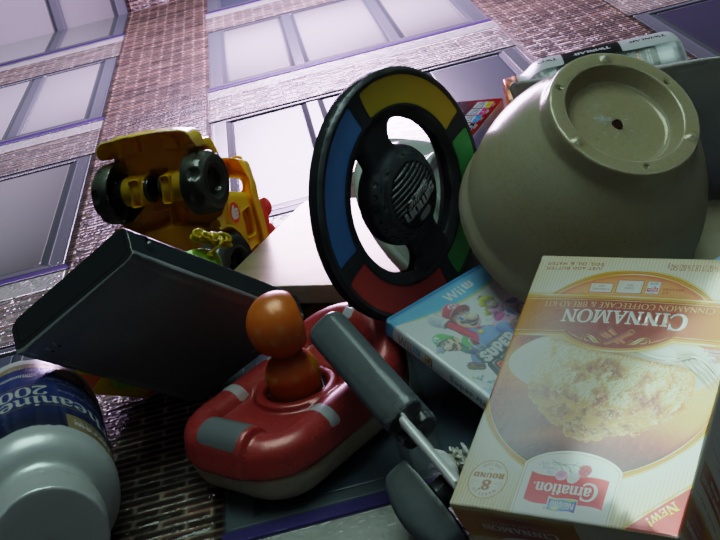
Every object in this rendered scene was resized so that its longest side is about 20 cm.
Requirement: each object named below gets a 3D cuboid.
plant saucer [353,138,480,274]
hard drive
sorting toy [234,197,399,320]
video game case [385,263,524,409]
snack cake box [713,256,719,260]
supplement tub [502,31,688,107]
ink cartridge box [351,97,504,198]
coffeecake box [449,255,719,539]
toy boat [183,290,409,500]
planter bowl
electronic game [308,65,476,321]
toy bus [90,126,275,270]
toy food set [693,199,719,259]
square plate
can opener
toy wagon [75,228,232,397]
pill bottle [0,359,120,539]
[{"bbox_3d":[0.087,-0.052,1.200,0.050,0.200,0.200,-47,1,36],"label":"plant saucer"},{"bbox_3d":[-0.159,0.042,1.085,0.139,0.199,0.033,-37,55,24],"label":"hard drive"},{"bbox_3d":[0.000,0.000,1.275,0.197,0.071,0.199,-2,25,26],"label":"sorting toy"},{"bbox_3d":[0.136,0.063,1.029,0.142,0.018,0.199,-28,47,-31],"label":"video game case"},{"bbox_3d":[0.324,0.028,0.978,0.198,0.068,0.115,-25,49,-25],"label":"snack cake box"},{"bbox_3d":[0.262,-0.186,1.488,0.197,0.124,0.123,-11,22,4],"label":"supplement tub"},{"bbox_3d":[0.056,-0.110,1.482,0.173,0.085,0.200,-3,25,25],"label":"ink cartridge box"},{"bbox_3d":[0.165,0.092,0.864,0.152,0.073,0.202,2,53,33],"label":"coffeecake box"},{"bbox_3d":[-0.052,0.076,1.045,0.129,0.132,0.199,6,30,39],"label":"toy boat"},{"bbox_3d":[0.186,-0.079,1.043,0.197,0.135,0.203,5,55,-7],"label":"planter bowl"},{"bbox_3d":[0.031,-0.060,1.068,0.041,0.203,0.199,3,27,42],"label":"electronic game"},{"bbox_3d":[-0.154,-0.056,1.341,0.134,0.203,0.192,-5,16,28],"label":"toy bus"},{"bbox_3d":[0.268,0.011,1.128,0.197,0.061,0.144,-10,34,13],"label":"toy food set"},{"bbox_3d":[0.253,-0.106,1.175,0.198,0.199,0.029,-2,46,32],"label":"square plate"},{"bbox_3d":[0.020,0.106,0.935,0.066,0.053,0.200,-38,49,0],"label":"can opener"},{"bbox_3d":[-0.171,0.040,1.144,0.154,0.200,0.040,9,48,-39],"label":"toy wagon"},{"bbox_3d":[-0.238,0.152,1.000,0.110,0.112,0.200,-18,23,-11],"label":"pill bottle"}]
